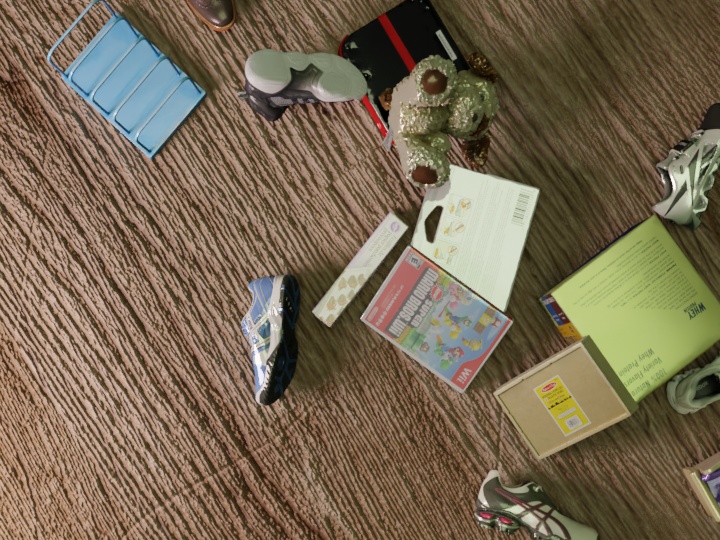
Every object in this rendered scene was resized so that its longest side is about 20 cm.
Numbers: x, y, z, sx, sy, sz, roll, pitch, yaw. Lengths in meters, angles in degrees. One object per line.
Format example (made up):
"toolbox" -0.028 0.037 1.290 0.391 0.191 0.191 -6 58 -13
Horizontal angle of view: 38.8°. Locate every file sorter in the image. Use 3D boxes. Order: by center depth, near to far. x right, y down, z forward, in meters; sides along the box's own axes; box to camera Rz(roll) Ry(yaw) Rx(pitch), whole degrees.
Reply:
"file sorter" -0.365 -0.303 1.591 0.199 0.123 0.139 41 87 5

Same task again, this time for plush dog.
"plush dog" 0.132 -0.244 1.561 0.169 0.161 0.204 -7 118 -20

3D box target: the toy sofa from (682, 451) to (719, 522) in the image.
"toy sofa" 0.595 0.291 1.533 0.198 0.098 0.084 -30 85 -2

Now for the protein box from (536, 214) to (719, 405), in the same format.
"protein box" 0.409 0.064 1.537 0.197 0.135 0.201 -36 85 -3

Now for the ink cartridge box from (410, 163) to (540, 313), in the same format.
"ink cartridge box" 0.172 -0.052 1.599 0.171 0.044 0.204 17 86 9

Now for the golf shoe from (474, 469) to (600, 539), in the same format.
"golf shoe" 0.273 0.367 1.546 0.196 0.077 0.090 16 78 2

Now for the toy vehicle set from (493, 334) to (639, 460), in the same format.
"toy vehicle set" 0.300 0.192 1.514 0.026 0.200 0.125 -30 84 -44

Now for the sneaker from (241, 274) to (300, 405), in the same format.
"sneaker" -0.143 0.107 1.586 0.076 0.075 0.204 5 85 24

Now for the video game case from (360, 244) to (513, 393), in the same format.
"video game case" 0.117 0.075 1.577 0.199 0.017 0.144 35 107 3

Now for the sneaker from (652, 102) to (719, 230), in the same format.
"sneaker" 0.510 -0.173 1.585 0.087 0.074 0.203 19 85 1

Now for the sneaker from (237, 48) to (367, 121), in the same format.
"sneaker" -0.094 -0.285 1.600 0.196 0.114 0.077 5 69 -20

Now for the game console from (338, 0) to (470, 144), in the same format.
"game console" 0.076 -0.320 1.633 0.175 0.031 0.202 -31 86 -6

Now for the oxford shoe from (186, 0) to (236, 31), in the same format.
"oxford shoe" -0.262 -0.475 1.628 0.070 0.073 0.202 -30 85 -2

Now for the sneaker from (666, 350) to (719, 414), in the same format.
"sneaker" 0.564 0.152 1.554 0.198 0.081 0.076 -35 83 -3

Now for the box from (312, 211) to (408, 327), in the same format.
"box" 0.000 0.000 1.599 0.039 0.041 0.201 38 88 4
